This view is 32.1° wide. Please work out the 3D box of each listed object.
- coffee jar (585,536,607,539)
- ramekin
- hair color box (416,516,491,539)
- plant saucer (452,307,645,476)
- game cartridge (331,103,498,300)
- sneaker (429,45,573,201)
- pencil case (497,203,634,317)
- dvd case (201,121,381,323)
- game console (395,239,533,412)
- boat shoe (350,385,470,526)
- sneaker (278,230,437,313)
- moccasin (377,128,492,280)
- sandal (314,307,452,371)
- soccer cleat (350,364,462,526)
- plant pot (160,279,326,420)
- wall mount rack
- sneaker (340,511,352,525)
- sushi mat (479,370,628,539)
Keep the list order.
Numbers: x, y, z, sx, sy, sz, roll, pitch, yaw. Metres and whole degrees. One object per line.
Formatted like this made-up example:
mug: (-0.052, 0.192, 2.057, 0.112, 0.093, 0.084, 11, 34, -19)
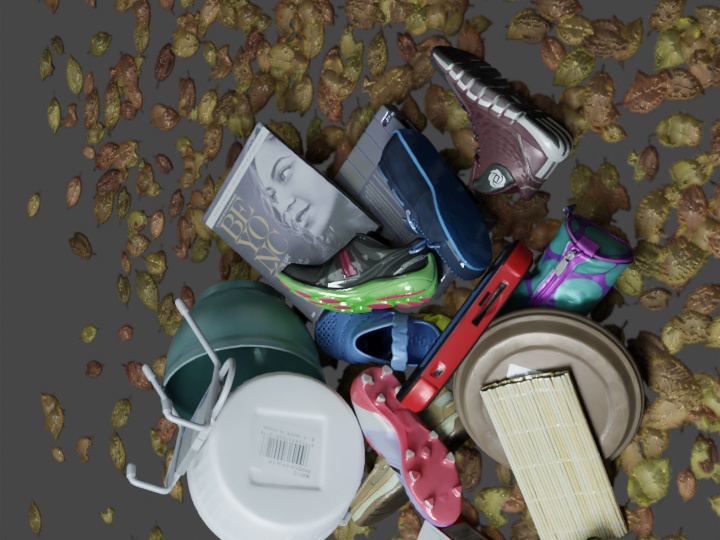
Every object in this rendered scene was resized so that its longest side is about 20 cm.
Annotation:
coffee jar: (0.207, 0.372, 1.299, 0.104, 0.085, 0.200, 44, 120, 2)
ramekin: (-0.090, 0.211, 1.399, 0.202, 0.199, 0.098, 67, 157, 15)
hair color box: (0.094, 0.389, 1.415, 0.111, 0.064, 0.202, 33, 111, 33)
plant saucer: (0.190, 0.133, 1.279, 0.198, 0.030, 0.202, 7, 116, 13)
game cartridge: (0.058, -0.078, 1.438, 0.200, 0.038, 0.130, 51, 125, 25)
sneaker: (0.127, -0.149, 1.351, 0.200, 0.075, 0.116, 45, 122, 28)
pencil case: (0.192, 0.034, 1.295, 0.085, 0.092, 0.201, 49, 122, 26)
dvd case: (-0.086, -0.058, 1.495, 0.200, 0.016, 0.149, 41, 113, 17)
game console: (0.102, 0.057, 1.287, 0.031, 0.177, 0.201, 37, 87, -2)
boat shoe: (0.050, 0.211, 1.440, 0.200, 0.071, 0.076, -47, 66, 19)
sneaker: (0.000, 0.000, 1.426, 0.198, 0.077, 0.085, -3, 69, 26)
moccasin: (0.081, -0.064, 1.363, 0.068, 0.080, 0.201, -49, 49, 34)
sandal: (0.018, 0.076, 1.446, 0.199, 0.087, 0.081, 0, 94, 41)
soccer cleat: (0.049, 0.197, 1.374, 0.201, 0.066, 0.077, 58, 150, 24)
plant pot: (-0.146, 0.097, 1.532, 0.200, 0.199, 0.135, -40, 42, 34)
wall mount rack: (-0.201, 0.140, 1.378, 0.201, 0.074, 0.175, -57, 19, 36)
sneaker: (-0.075, 0.238, 1.486, 0.129, 0.080, 0.201, 1, 126, 41)
sushi mat: (0.199, 0.195, 1.280, 0.095, 0.012, 0.202, -14, 110, 25)
